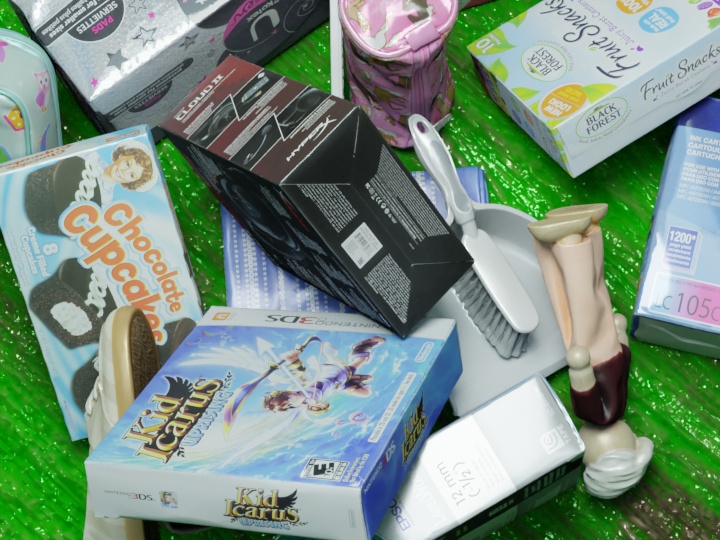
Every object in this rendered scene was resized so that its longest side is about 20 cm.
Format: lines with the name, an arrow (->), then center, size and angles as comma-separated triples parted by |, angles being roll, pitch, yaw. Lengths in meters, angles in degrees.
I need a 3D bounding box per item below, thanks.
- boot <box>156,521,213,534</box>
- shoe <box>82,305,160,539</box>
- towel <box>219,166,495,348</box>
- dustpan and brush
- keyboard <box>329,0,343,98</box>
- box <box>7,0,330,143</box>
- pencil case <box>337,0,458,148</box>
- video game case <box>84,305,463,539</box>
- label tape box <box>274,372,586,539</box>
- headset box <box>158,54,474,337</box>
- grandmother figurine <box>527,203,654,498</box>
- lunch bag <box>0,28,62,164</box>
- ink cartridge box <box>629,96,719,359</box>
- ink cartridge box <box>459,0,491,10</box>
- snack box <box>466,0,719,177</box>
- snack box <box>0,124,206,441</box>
boot -> -0.051, 0.118, 1.224 | 0.200, 0.146, 0.070 | -26, 103, 2
shoe -> -0.168, 0.123, 1.247 | 0.053, 0.070, 0.200 | 1, 100, 9
towel -> 0.000, 0.000, 1.322 | 0.200, 0.024, 0.145 | -6, 74, 2
dustpan and brush -> 0.080, -0.015, 1.272 | 0.139, 0.057, 0.200 | -27, 81, -24
keyboard -> -0.016, -0.159, 1.341 | 0.011, 0.056, 0.200 | -2, 70, 4
box -> -0.133, -0.194, 1.326 | 0.200, 0.132, 0.115 | -38, 74, -7
pencil case -> 0.027, -0.153, 1.269 | 0.086, 0.200, 0.083 | 23, 77, 9
video game case -> -0.050, 0.091, 1.159 | 0.181, 0.200, 0.046 | 2, 118, 20
label tape box -> 0.048, 0.156, 1.213 | 0.200, 0.143, 0.066 | -31, 75, -5
headset box -> -0.037, -0.055, 1.223 | 0.077, 0.149, 0.200 | -45, 32, -10
grandmother figurine -> 0.159, 0.058, 1.250 | 0.060, 0.121, 0.200 | -4, 101, 34
lunch bag -> -0.315, -0.106, 1.305 | 0.200, 0.161, 0.077 | 10, 50, 7
ink cartridge box -> 0.276, -0.039, 1.289 | 0.136, 0.076, 0.200 | 13, 74, 7
ink cartridge box -> 0.061, -0.260, 1.297 | 0.145, 0.200, 0.084 | -17, 74, -1
snack box -> 0.196, -0.165, 1.303 | 0.200, 0.053, 0.142 | -32, 37, -4
snack box -> -0.175, 0.009, 1.272 | 0.116, 0.037, 0.200 | -16, 107, 0
